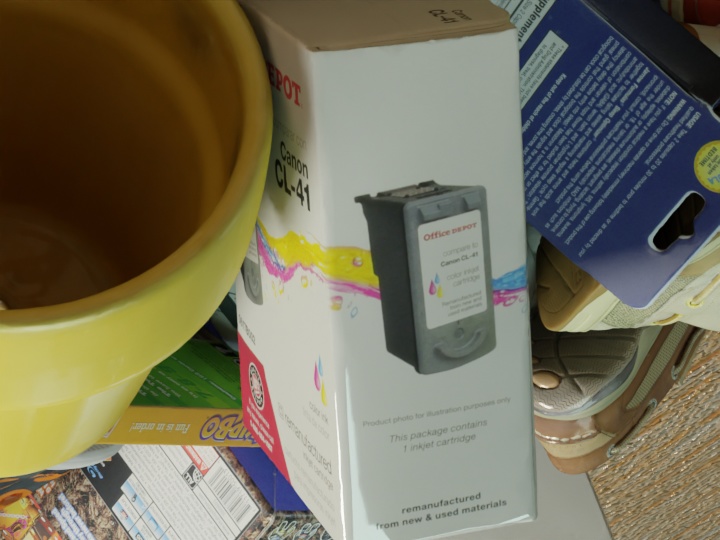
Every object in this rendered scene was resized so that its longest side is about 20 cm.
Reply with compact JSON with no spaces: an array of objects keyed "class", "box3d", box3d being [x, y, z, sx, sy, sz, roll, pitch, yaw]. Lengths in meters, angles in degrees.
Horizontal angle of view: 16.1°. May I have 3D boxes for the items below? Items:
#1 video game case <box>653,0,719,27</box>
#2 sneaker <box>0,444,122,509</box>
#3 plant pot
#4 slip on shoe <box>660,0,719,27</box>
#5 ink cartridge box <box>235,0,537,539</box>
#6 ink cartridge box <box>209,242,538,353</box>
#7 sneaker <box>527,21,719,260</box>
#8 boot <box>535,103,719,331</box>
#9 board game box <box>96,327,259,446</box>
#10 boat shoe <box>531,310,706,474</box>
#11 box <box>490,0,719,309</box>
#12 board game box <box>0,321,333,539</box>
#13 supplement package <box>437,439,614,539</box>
[{"class":"video game case","box3d":[0.078,-0.109,1.187,0.200,0.024,0.182,-26,154,15]},{"class":"sneaker","box3d":[-0.214,0.087,1.195,0.200,0.078,0.112,6,151,-35]},{"class":"plant pot","box3d":[-0.143,-0.017,0.986,0.201,0.201,0.189,-12,151,-17]},{"class":"slip on shoe","box3d":[0.220,-0.163,1.114,0.200,0.061,0.074,-32,154,11]},{"class":"ink cartridge box","box3d":[0.004,-0.011,0.995,0.086,0.148,0.200,-10,110,-15]},{"class":"ink cartridge box","box3d":[0.000,0.000,1.203,0.147,0.083,0.200,15,162,18]},{"class":"sneaker","box3d":[0.100,-0.066,1.181,0.085,0.073,0.200,13,150,-27]},{"class":"boot","box3d":[0.184,-0.019,1.128,0.155,0.072,0.200,6,157,-21]},{"class":"board game box","box3d":[-0.118,0.046,1.160,0.200,0.096,0.030,11,111,-55]},{"class":"boat shoe","box3d":[0.136,0.024,1.264,0.200,0.076,0.072,-45,137,-38]},{"class":"box","box3d":[0.072,-0.082,1.052,0.032,0.200,0.121,-44,174,-39]},{"class":"board game box","box3d":[-0.115,0.138,1.317,0.200,0.159,0.097,-50,150,21]},{"class":"supplement package","box3d":[0.037,0.108,1.384,0.156,0.200,0.111,-19,155,-2]}]
